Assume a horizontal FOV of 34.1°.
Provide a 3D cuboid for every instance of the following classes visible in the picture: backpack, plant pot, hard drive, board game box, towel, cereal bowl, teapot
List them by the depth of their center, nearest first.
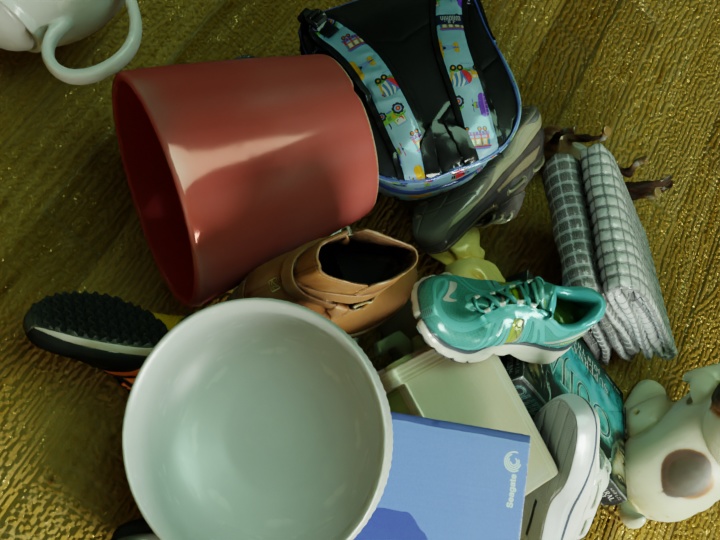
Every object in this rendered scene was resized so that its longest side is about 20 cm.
[{"bbox_3d":[-0.069,0.122,0.864,0.197,0.083,0.203,-2,83,12],"label":"cereal bowl"},{"bbox_3d":[0.030,0.180,0.924,0.197,0.025,0.134,10,77,-6],"label":"hard drive"},{"bbox_3d":[-0.092,-0.088,0.976,0.175,0.201,0.203,-18,78,-20],"label":"plant pot"},{"bbox_3d":[-0.289,-0.249,0.977,0.197,0.199,0.147,40,74,-30],"label":"teapot"},{"bbox_3d":[0.051,-0.153,1.074,0.180,0.135,0.202,-19,65,-7],"label":"backpack"},{"bbox_3d":[0.196,0.114,1.120,0.200,0.028,0.136,48,34,-31],"label":"board game box"},{"bbox_3d":[0.246,-0.008,1.187,0.200,0.085,0.167,46,32,-55],"label":"towel"}]

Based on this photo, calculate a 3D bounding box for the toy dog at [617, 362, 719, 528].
[{"bbox_3d":[0.340,0.161,1.139,0.193,0.200,0.141,-26,82,-36],"label":"toy dog"}]

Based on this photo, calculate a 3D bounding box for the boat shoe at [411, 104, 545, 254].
[{"bbox_3d":[0.124,-0.077,1.119,0.200,0.074,0.074,-48,120,-29],"label":"boat shoe"}]

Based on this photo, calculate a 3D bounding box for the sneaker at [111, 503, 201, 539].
[{"bbox_3d":[-0.118,0.173,0.944,0.198,0.076,0.116,-8,71,-36],"label":"sneaker"}]

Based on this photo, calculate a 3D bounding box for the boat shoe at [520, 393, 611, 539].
[{"bbox_3d":[0.188,0.177,1.052,0.066,0.201,0.074,-11,49,-18],"label":"boat shoe"}]

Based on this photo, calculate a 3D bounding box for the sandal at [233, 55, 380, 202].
[{"bbox_3d":[-0.062,-0.123,1.134,0.200,0.045,0.076,42,58,-25],"label":"sandal"}]

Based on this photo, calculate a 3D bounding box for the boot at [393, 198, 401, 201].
[{"bbox_3d":[0.069,-0.174,1.206,0.199,0.076,0.169,-25,84,-39],"label":"boot"}]

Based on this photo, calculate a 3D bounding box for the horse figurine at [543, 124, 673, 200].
[{"bbox_3d":[0.245,-0.120,1.272,0.199,0.132,0.050,29,76,-26],"label":"horse figurine"}]

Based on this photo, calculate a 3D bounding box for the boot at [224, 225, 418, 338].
[{"bbox_3d":[0.000,0.000,0.941,0.198,0.155,0.078,-4,74,-35],"label":"boot"}]

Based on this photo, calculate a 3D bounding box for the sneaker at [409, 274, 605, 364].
[{"bbox_3d":[0.124,0.029,0.986,0.198,0.079,0.078,3,63,-38],"label":"sneaker"}]

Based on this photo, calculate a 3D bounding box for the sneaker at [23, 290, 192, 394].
[{"bbox_3d":[-0.175,0.079,0.944,0.198,0.091,0.070,10,26,-24],"label":"sneaker"}]

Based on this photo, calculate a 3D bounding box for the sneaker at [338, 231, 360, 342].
[{"bbox_3d":[-0.053,0.014,1.068,0.089,0.079,0.202,-6,67,-12],"label":"sneaker"}]

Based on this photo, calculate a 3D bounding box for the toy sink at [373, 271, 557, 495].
[{"bbox_3d":[0.056,0.125,1.032,0.111,0.130,0.202,-23,82,-35],"label":"toy sink"}]

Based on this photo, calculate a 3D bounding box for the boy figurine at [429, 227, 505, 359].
[{"bbox_3d":[0.112,0.034,1.139,0.124,0.064,0.202,-6,68,-59],"label":"boy figurine"}]
